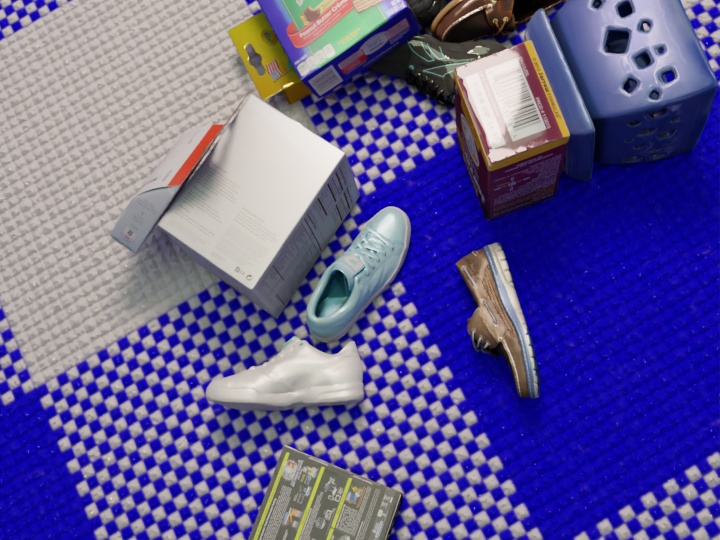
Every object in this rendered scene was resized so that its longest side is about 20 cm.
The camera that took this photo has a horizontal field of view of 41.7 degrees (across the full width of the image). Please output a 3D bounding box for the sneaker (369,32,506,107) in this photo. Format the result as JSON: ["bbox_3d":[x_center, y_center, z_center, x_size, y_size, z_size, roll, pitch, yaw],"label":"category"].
[{"bbox_3d":[0.102,-0.266,1.265,0.196,0.075,0.081,5,77,9],"label":"sneaker"}]

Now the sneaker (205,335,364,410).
[{"bbox_3d":[-0.095,0.127,1.182,0.195,0.075,0.090,-3,77,-4],"label":"sneaker"}]

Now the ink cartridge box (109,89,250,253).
[{"bbox_3d":[-0.227,-0.136,1.185,0.057,0.201,0.164,32,37,-9],"label":"ink cartridge box"}]

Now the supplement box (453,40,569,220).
[{"bbox_3d":[0.180,-0.165,1.160,0.101,0.200,0.133,-20,72,2],"label":"supplement box"}]

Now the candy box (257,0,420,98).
[{"bbox_3d":[-0.042,-0.361,1.245,0.167,0.077,0.202,-32,70,8],"label":"candy box"}]

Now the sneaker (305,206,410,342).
[{"bbox_3d":[0.000,0.000,1.199,0.073,0.082,0.202,29,80,13],"label":"sneaker"}]

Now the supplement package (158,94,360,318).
[{"bbox_3d":[-0.121,-0.077,1.200,0.150,0.151,0.202,32,81,15],"label":"supplement package"}]

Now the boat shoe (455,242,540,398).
[{"bbox_3d":[0.169,0.069,1.170,0.071,0.072,0.203,-17,63,7],"label":"boat shoe"}]

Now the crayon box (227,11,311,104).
[{"bbox_3d":[-0.070,-0.322,1.314,0.197,0.051,0.129,-27,73,-2],"label":"crayon box"}]

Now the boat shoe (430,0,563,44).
[{"bbox_3d":[0.192,-0.356,1.279,0.198,0.071,0.071,-31,69,-2],"label":"boat shoe"}]

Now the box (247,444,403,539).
[{"bbox_3d":[-0.054,0.334,1.133,0.157,0.044,0.203,18,77,12],"label":"box"}]

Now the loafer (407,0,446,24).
[{"bbox_3d":[0.082,-0.430,1.316,0.069,0.068,0.204,-15,60,36],"label":"loafer"}]

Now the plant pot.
[{"bbox_3d":[0.308,-0.238,1.171,0.177,0.200,0.203,-21,73,7],"label":"plant pot"}]
